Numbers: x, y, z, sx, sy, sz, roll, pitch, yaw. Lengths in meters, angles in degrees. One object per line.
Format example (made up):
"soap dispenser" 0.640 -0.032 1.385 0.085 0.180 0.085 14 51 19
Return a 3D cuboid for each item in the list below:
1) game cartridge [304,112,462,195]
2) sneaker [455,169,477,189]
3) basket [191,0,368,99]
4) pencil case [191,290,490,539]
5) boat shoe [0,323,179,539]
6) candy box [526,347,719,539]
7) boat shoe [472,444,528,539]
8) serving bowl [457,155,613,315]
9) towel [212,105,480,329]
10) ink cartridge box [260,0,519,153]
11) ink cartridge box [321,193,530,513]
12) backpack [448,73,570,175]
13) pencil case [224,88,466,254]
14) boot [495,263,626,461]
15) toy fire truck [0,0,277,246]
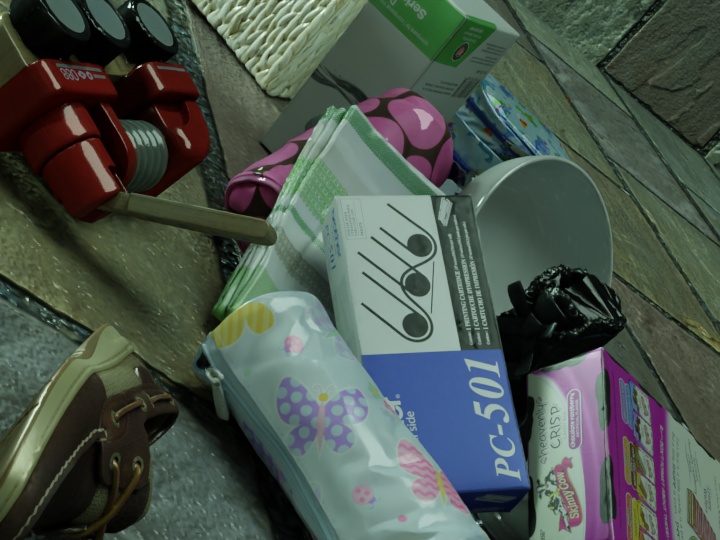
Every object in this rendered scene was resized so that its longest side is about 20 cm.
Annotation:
"game cartridge" 0.028 -0.038 1.315 0.199 0.041 0.134 31 46 -37
"sneaker" 0.083 -0.032 1.507 0.083 0.071 0.200 65 15 -11
"basket" -0.030 -0.277 1.569 0.161 0.200 0.198 51 19 19
"pencil case" -0.012 0.103 0.908 0.090 0.083 0.200 5 41 -55
"boat shoe" -0.121 0.084 0.734 0.072 0.072 0.200 41 11 -5
"candy box" 0.178 0.159 1.035 0.200 0.061 0.137 41 39 -38
"boat shoe" 0.130 0.152 1.107 0.075 0.086 0.202 48 17 16
"serving bowl" 0.112 0.007 1.288 0.065 0.202 0.199 13 -8 44
"towel" 0.000 0.000 1.088 0.149 0.031 0.201 41 49 -16
"ink cartridge box" 0.025 -0.156 1.406 0.084 0.200 0.146 44 17 14
"ink cartridge box" 0.038 0.050 1.016 0.093 0.044 0.202 -2 63 -17
"backpack" 0.138 -0.110 1.688 0.199 0.155 0.163 31 24 2
"pencil case" -0.012 -0.059 1.191 0.090 0.094 0.199 29 37 28
"boot" 0.116 0.070 1.139 0.074 0.163 0.198 51 19 20
"toy fire truck" -0.135 -0.074 1.010 0.201 0.128 0.176 59 19 9
